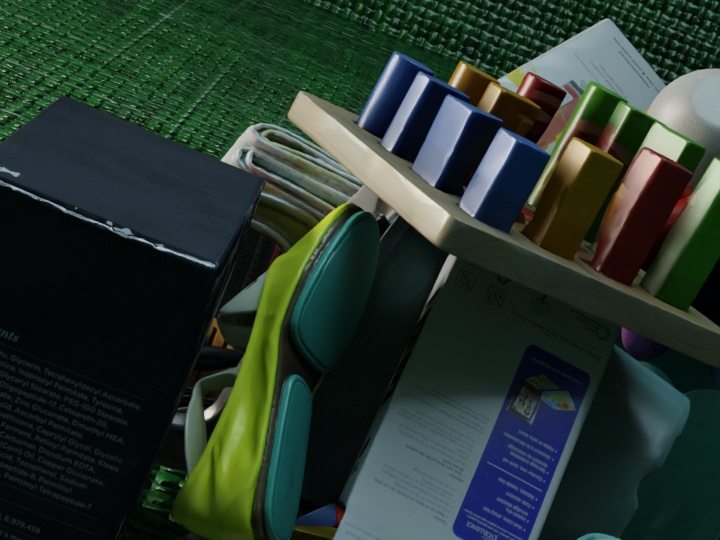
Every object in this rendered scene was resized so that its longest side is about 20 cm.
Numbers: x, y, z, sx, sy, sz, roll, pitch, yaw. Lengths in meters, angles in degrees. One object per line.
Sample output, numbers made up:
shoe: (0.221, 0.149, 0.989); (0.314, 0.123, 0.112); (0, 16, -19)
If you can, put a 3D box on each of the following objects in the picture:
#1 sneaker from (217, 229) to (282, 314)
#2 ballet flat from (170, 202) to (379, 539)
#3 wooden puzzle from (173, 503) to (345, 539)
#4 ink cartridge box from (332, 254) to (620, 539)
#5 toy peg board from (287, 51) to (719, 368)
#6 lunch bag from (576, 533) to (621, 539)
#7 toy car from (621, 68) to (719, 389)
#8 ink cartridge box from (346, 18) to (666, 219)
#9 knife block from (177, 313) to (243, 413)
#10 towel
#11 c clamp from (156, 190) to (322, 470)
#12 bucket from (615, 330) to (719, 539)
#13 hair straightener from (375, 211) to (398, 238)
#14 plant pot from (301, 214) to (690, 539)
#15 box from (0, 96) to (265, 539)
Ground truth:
sneaker: (-0.100, -0.028, 1.279); (0.200, 0.074, 0.087); (31, 9, 27)
ballet flat: (-0.048, 0.048, 1.014); (0.067, 0.200, 0.067); (4, -31, 23)
wooden puzzle: (0.007, 0.172, 1.006); (0.200, 0.046, 0.185); (27, 15, 21)
ink cartridge box: (0.057, 0.086, 1.027); (0.099, 0.200, 0.039); (29, -30, -4)
toy peg board: (0.097, -0.058, 1.071); (0.199, 0.098, 0.200); (23, 11, -32)
lunch bag: (0.129, 0.211, 0.892); (0.160, 0.077, 0.200); (30, 31, 12)
toy car: (0.208, -0.008, 1.220); (0.150, 0.175, 0.200); (-30, 63, -21)
ink cartridge box: (0.096, -0.067, 1.329); (0.200, 0.145, 0.083); (-30, 79, -40)
knife block: (-0.064, 0.069, 1.246); (0.200, 0.064, 0.176); (19, 15, -9)
towel: (-0.036, -0.027, 1.453); (0.171, 0.048, 0.200); (30, -24, -9)
c clamp: (-0.111, 0.028, 1.087); (0.171, 0.200, 0.027); (34, 17, -12)
bucket: (0.174, 0.100, 1.330); (0.207, 0.135, 0.207); (21, 15, -6)
hair straightener: (0.000, 0.000, 1.188); (0.041, 0.077, 0.200); (54, 19, 5)
plant pot: (0.069, 0.088, 1.150); (0.196, 0.200, 0.200); (32, 15, 6)
box: (-0.144, 0.040, 0.967); (0.124, 0.197, 0.200); (21, 15, -2)
